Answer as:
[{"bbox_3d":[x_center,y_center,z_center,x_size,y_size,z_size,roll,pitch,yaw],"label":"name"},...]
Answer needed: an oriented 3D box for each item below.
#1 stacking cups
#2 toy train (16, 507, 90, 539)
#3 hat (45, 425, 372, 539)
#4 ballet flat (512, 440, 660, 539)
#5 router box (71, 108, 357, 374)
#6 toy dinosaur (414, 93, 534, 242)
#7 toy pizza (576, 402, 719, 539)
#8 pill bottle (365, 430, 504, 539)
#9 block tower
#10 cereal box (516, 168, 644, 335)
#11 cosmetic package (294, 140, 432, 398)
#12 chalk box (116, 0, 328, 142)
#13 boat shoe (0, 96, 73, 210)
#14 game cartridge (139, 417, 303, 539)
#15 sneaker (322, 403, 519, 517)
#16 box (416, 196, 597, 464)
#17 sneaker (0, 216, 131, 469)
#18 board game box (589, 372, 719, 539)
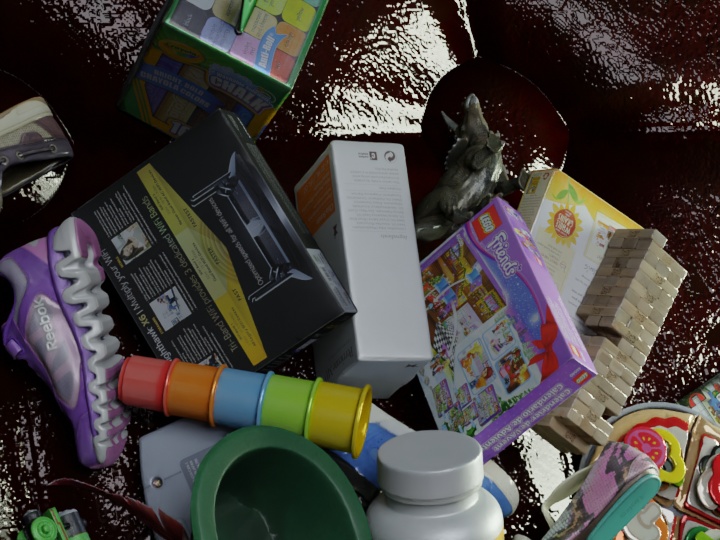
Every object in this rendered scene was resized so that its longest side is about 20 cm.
[{"bbox_3d":[-0.092,0.099,1.592,0.198,0.061,0.061,12,61,10],"label":"stacking cups"},{"bbox_3d":[-0.206,0.273,1.556,0.056,0.042,0.201,-16,75,-39],"label":"toy train"},{"bbox_3d":[-0.108,0.221,1.567,0.165,0.176,0.201,-5,70,-42],"label":"hat"},{"bbox_3d":[0.174,0.230,1.715,0.071,0.069,0.200,35,83,38],"label":"ballet flat"},{"bbox_3d":[-0.121,-0.007,1.656,0.157,0.052,0.201,-33,82,10],"label":"router box"},{"bbox_3d":[0.092,-0.066,1.810,0.077,0.102,0.201,35,66,-18],"label":"toy dinosaur"},{"bbox_3d":[0.283,0.211,1.779,0.199,0.032,0.202,9,66,-21],"label":"toy pizza"},{"bbox_3d":[0.060,0.235,1.594,0.112,0.113,0.202,-13,111,-28],"label":"pill bottle"},{"bbox_3d":[0.217,0.061,1.752,0.058,0.054,0.201,38,70,-31],"label":"block tower"},{"bbox_3d":[0.178,0.030,1.781,0.143,0.039,0.201,32,72,-30],"label":"cereal box"},{"bbox_3d":[0.000,0.000,1.729,0.071,0.101,0.201,1,67,-23],"label":"cosmetic package"},{"bbox_3d":[-0.108,-0.201,1.709,0.123,0.200,0.125,28,60,-10],"label":"chalk box"},{"bbox_3d":[-0.316,-0.071,1.638,0.065,0.072,0.200,46,52,6],"label":"boat shoe"},{"bbox_3d":[-0.096,0.206,1.604,0.133,0.041,0.201,-22,72,-8],"label":"game cartridge"},{"bbox_3d":[0.031,0.187,1.675,0.199,0.077,0.112,29,59,-10],"label":"sneaker"},{"bbox_3d":[0.106,0.051,1.692,0.039,0.137,0.201,32,26,-40],"label":"box"},{"bbox_3d":[-0.242,0.063,1.614,0.088,0.080,0.202,-12,89,6],"label":"sneaker"},{"bbox_3d":[0.304,0.173,1.836,0.199,0.023,0.105,-30,84,-31],"label":"board game box"}]
